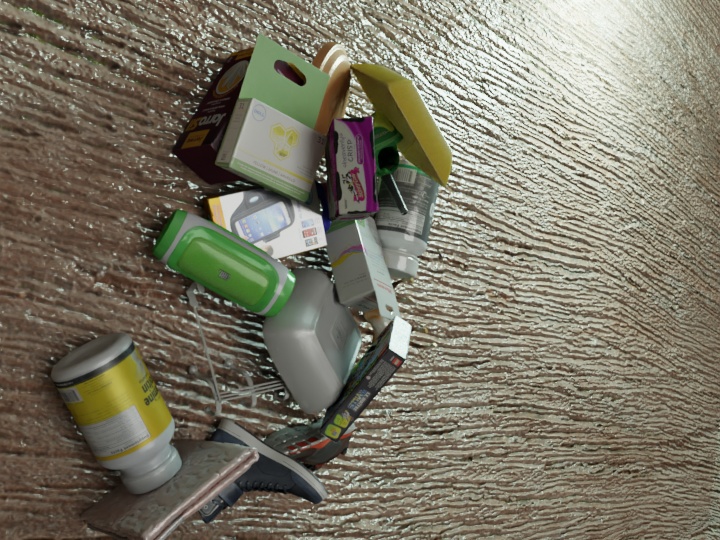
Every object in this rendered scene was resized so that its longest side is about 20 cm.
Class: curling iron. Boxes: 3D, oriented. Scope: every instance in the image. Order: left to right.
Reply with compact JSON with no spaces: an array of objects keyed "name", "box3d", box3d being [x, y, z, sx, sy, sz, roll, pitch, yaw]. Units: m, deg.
[{"name":"curling iron","box3d":[0.047,-0.186,1.404,0.026,0.050,0.200,26,43,-56]}]

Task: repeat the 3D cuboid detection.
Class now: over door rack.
[{"name":"over door rack","box3d":[-0.193,0.114,1.226,0.148,0.067,0.200,-5,84,-46]}]

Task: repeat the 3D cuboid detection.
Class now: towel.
[{"name":"towel","box3d":[-0.257,0.295,1.068,0.191,0.200,0.032,-36,108,-37]}]

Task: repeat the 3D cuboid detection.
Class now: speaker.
[{"name":"speaker","box3d":[-0.198,-0.009,1.155,0.200,0.088,0.089,30,69,-18]}]

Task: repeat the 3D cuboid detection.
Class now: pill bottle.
[{"name":"pill bottle","box3d":[-0.318,0.193,1.055,0.112,0.112,0.200,-36,111,-38]},{"name":"pill bottle","box3d":[0.074,-0.092,1.443,0.113,0.113,0.200,22,77,-43]}]

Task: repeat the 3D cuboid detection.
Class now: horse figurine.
[{"name":"horse figurine","box3d":[0.053,0.088,1.440,0.050,0.132,0.200,-41,113,-59]}]

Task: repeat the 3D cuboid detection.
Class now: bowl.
[{"name":"bowl","box3d":[-0.065,0.110,1.290,0.200,0.075,0.200,66,28,-28]}]

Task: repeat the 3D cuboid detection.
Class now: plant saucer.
[{"name":"plant saucer","box3d":[-0.056,-0.268,1.284,0.200,0.032,0.201,18,90,-79]},{"name":"plant saucer","box3d":[0.075,-0.252,1.292,0.048,0.200,0.200,-36,119,-2]}]

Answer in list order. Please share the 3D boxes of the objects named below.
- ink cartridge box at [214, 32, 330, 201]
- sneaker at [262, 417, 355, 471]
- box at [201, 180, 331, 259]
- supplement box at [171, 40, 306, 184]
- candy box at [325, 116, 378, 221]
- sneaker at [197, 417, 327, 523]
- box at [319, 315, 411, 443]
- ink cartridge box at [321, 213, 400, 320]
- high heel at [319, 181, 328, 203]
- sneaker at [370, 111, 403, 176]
[{"name":"ink cartridge box","box3d":[-0.111,-0.217,1.131,0.145,0.048,0.200,22,85,-42]},{"name":"sneaker","box3d":[-0.086,0.308,1.332,0.200,0.077,0.082,-8,107,-42]},{"name":"box","box3d":[-0.137,-0.078,1.238,0.200,0.041,0.119,-16,105,-20]},{"name":"supplement box","box3d":[-0.180,-0.235,1.186,0.086,0.110,0.200,42,63,-37]},{"name":"candy box","box3d":[-0.017,-0.146,1.186,0.061,0.200,0.137,-4,90,-5]},{"name":"sneaker","box3d":[-0.165,0.335,1.191,0.146,0.202,0.077,-56,167,-28]},{"name":"box","box3d":[0.009,0.175,1.277,0.035,0.200,0.110,34,24,-7]},{"name":"ink cartridge box","box3d":[0.000,0.000,1.329,0.117,0.067,0.200,29,44,-66]},{"name":"high heel","box3d":[-0.069,-0.110,1.325,0.200,0.067,0.096,24,65,-38]},{"name":"sneaker","box3d":[0.018,-0.181,1.346,0.084,0.200,0.074,40,60,8]}]
